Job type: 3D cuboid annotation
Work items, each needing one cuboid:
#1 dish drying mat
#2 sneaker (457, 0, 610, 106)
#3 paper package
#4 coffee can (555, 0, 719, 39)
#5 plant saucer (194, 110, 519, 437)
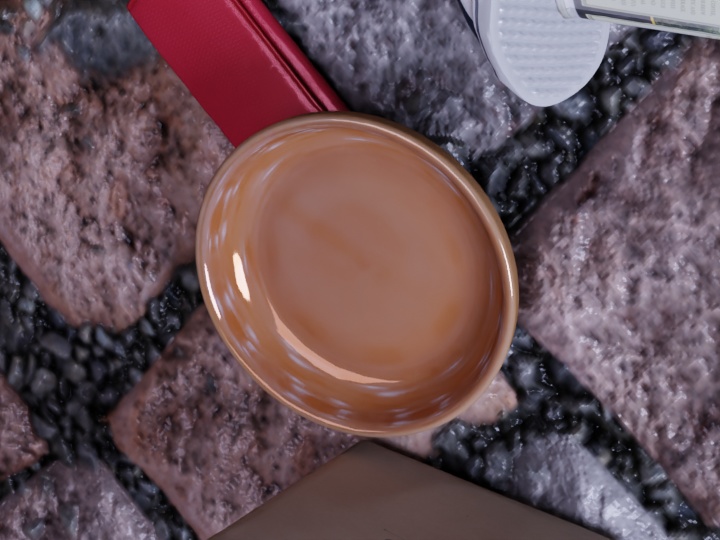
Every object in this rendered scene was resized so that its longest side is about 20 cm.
[{"bbox_3d":[-0.061,-0.106,1.168,0.200,0.018,0.077,51,123,8],"label":"dish drying mat"},{"bbox_3d":[0.072,-0.179,1.016,0.079,0.078,0.200,50,168,47],"label":"sneaker"},{"bbox_3d":[0.030,0.196,1.096,0.199,0.190,0.104,20,115,26],"label":"paper package"},{"bbox_3d":[0.200,-0.171,0.886,0.199,0.146,0.147,11,110,15],"label":"coffee can"},{"bbox_3d":[0.000,0.000,1.135,0.199,0.037,0.201,10,116,21],"label":"plant saucer"}]
